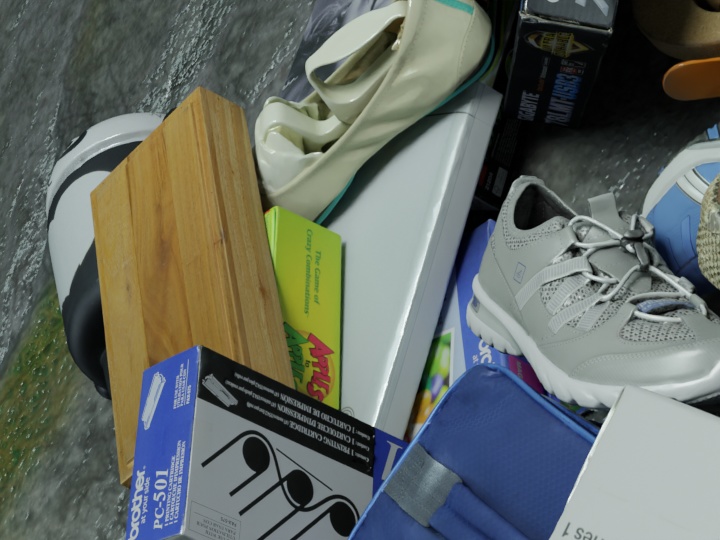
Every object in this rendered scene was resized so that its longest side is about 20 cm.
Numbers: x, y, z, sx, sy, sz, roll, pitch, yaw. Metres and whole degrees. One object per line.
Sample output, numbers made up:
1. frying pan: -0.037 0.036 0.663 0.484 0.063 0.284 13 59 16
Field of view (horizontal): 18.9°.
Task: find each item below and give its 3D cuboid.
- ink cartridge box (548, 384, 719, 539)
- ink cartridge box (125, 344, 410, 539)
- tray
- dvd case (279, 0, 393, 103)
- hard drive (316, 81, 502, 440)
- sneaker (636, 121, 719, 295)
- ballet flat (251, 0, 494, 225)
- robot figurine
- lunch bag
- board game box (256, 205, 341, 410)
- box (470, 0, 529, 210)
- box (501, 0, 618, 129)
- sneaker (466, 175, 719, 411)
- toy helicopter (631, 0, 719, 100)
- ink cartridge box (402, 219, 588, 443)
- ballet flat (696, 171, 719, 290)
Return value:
1. ink cartridge box: 0.182 0.125 0.756 0.146 0.200 0.085 20 84 53
2. ink cartridge box: -0.017 0.116 1.006 0.044 0.200 0.094 -25 49 39
3. tray: -0.091 0.009 1.113 0.099 0.037 0.201 -41 42 29
4. dvd case: 0.028 -0.174 1.206 0.200 0.016 0.149 -31 31 46
5. hard drive: 0.000 0.000 1.143 0.132 0.027 0.201 -2 67 53
6. sneaker: 0.200 -0.030 0.941 0.200 0.076 0.077 -30 46 35
7. ballet flat: -0.015 -0.083 1.137 0.200 0.069 0.070 -42 40 29
8. robot figurine: -0.123 -0.005 1.277 0.150 0.125 0.200 -29 44 12
9. lunch bag: 0.089 0.139 0.919 0.136 0.132 0.200 -59 35 4
10. board game box: -0.060 0.079 1.104 0.101 0.048 0.201 -30 47 41
11. box: 0.061 -0.130 1.212 0.110 0.035 0.201 1 68 51
12. box: 0.112 -0.187 1.056 0.199 0.049 0.201 75 -155 -82
13. sneaker: 0.105 0.009 0.941 0.200 0.074 0.082 25 115 58
14. toy helicopter: 0.216 -0.137 1.000 0.199 0.079 0.133 -4 57 36
15. ink cartridge box: 0.035 0.056 1.120 0.200 0.042 0.120 -31 46 33
16. ballet flat: 0.214 0.033 0.878 0.200 0.068 0.076 41 144 31
